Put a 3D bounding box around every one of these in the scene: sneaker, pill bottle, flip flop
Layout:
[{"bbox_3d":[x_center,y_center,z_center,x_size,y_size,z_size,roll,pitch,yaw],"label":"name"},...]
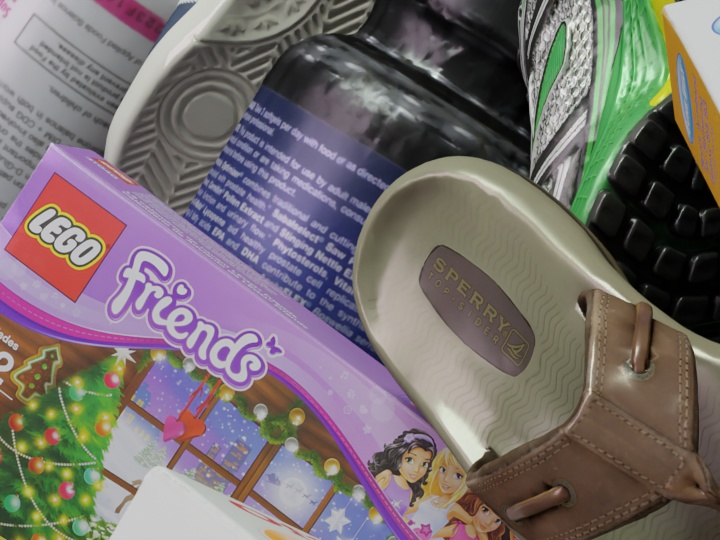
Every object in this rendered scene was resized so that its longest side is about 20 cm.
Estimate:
[{"bbox_3d":[-0.022,-0.098,0.955,0.201,0.075,0.085,-56,21,20],"label":"sneaker"},{"bbox_3d":[0.000,0.000,0.885,0.201,0.112,0.112,-59,27,2],"label":"pill bottle"},{"bbox_3d":[0.054,0.033,0.693,0.200,0.057,0.081,44,106,41],"label":"flip flop"},{"bbox_3d":[-0.138,-0.051,1.165,0.200,0.113,0.113,-53,28,13],"label":"pill bottle"},{"bbox_3d":[0.080,-0.039,0.806,0.085,0.078,0.201,2,76,59],"label":"sneaker"}]

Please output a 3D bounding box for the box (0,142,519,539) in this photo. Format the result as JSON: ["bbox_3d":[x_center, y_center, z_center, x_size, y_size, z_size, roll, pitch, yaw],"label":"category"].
[{"bbox_3d":[-0.042,0.077,0.810,0.137,0.200,0.039,-56,-12,7],"label":"box"}]

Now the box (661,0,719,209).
[{"bbox_3d":[0.146,-0.024,0.671,0.118,0.042,0.200,-14,37,-3],"label":"box"}]

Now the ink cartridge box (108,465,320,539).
[{"bbox_3d":[0.014,0.155,0.606,0.145,0.147,0.200,-61,29,-1],"label":"ink cartridge box"}]
